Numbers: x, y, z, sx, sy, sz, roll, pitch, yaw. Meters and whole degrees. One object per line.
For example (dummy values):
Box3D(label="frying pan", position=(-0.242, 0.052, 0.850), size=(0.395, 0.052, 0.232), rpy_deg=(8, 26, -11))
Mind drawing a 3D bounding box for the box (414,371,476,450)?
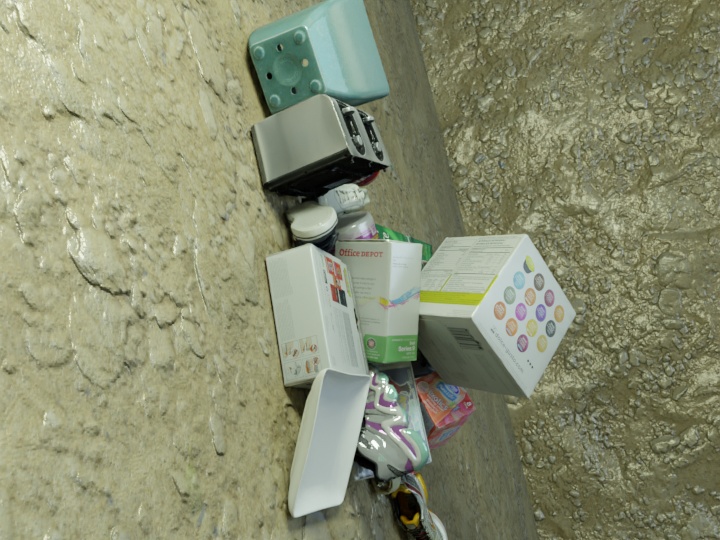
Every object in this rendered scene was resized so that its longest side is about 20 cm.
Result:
Box3D(label="box", position=(0.138, 0.281, 1.519), size=(0.103, 0.094, 0.201), rpy_deg=(61, -23, 23))

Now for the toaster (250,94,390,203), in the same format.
Box3D(label="toaster", position=(-0.071, -0.198, 1.298), size=(0.180, 0.198, 0.120), rpy_deg=(-1, 73, -65))

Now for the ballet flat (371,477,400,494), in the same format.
Box3D(label="ballet flat", position=(0.027, 0.303, 1.386), size=(0.069, 0.069, 0.203), rpy_deg=(-17, 93, -74))

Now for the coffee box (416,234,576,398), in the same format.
Box3D(label="coffee box", position=(0.220, 0.075, 1.371), size=(0.198, 0.199, 0.200), rpy_deg=(-51, 119, -26))

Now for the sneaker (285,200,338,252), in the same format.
Box3D(label="sneaker", position=(-0.071, -0.059, 1.258), size=(0.200, 0.078, 0.080), rpy_deg=(-128, -163, -73))

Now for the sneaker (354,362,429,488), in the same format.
Box3D(label="sneaker", position=(0.008, 0.256, 1.269), size=(0.201, 0.139, 0.078), rpy_deg=(56, -18, 27))

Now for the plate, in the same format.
Box3D(label="plate", position=(-0.048, 0.243, 1.123), size=(0.199, 0.032, 0.203), rpy_deg=(28, 73, -69))

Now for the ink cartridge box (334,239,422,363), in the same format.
Box3D(label="ink cartridge box", position=(0.025, 0.049, 1.331), size=(0.087, 0.144, 0.203), rpy_deg=(1, 91, -42))

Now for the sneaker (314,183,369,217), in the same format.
Box3D(label="sneaker", position=(-0.040, -0.143, 1.525), size=(0.200, 0.080, 0.076), rpy_deg=(-16, 92, -73))

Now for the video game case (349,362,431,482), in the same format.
Box3D(label="video game case", position=(0.035, 0.250, 1.354), size=(0.180, 0.023, 0.203), rpy_deg=(-1, 75, -39))

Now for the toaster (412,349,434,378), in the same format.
Box3D(label="toaster", position=(0.085, 0.151, 1.591), size=(0.201, 0.128, 0.114), rpy_deg=(-84, 153, -53))

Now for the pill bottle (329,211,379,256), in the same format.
Box3D(label="pill bottle", position=(0.000, 0.000, 1.469), size=(0.112, 0.111, 0.202), rpy_deg=(-63, 135, -67))

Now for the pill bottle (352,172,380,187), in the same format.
Box3D(label="pill bottle", position=(-0.030, -0.235, 1.580), size=(0.200, 0.112, 0.115), rpy_deg=(0, 76, -73))

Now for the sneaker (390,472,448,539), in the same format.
Box3D(label="sneaker", position=(0.105, 0.484, 1.480), size=(0.202, 0.077, 0.082), rpy_deg=(65, 20, -2))

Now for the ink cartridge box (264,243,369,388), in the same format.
Box3D(label="ink cartridge box", position=(-0.064, 0.080, 1.225), size=(0.175, 0.083, 0.203), rpy_deg=(28, 49, -67))

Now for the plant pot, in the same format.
Box3D(label="plant pot", position=(-0.090, -0.366, 1.373), size=(0.200, 0.194, 0.198), rpy_deg=(-43, 117, -63))

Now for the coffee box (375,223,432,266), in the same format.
Box3D(label="coffee box", position=(0.059, -0.030, 1.618), size=(0.198, 0.044, 0.124), rpy_deg=(20, 45, -19))
